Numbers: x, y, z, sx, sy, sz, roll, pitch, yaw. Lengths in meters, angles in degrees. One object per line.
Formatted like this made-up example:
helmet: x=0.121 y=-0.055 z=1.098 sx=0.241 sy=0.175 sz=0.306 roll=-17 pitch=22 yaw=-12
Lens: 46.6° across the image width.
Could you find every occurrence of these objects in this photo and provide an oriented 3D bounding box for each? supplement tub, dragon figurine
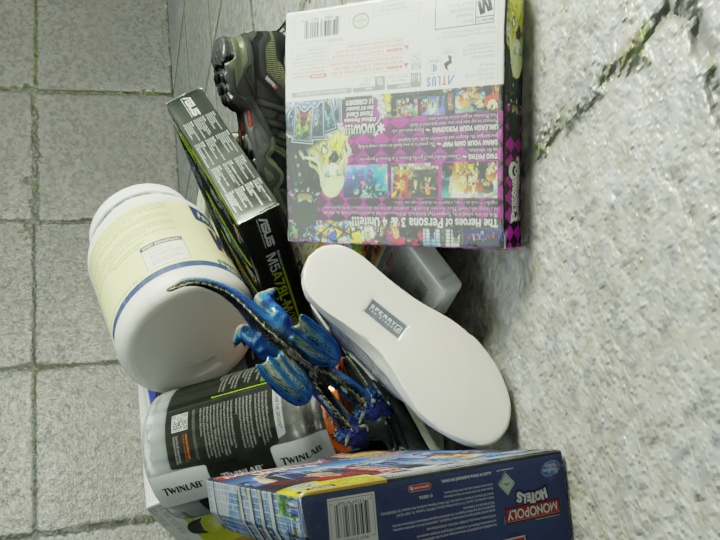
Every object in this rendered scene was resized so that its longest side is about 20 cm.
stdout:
supplement tub: x=-0.095 y=0.154 z=0.790 sx=0.122 sy=0.196 sz=0.125 roll=-16 pitch=-90 yaw=-76
dragon figurine: x=-0.053 y=0.063 z=0.647 sx=0.059 sy=0.200 sz=0.099 roll=-48 pitch=34 yaw=-6
supplement tub: x=-0.204 y=0.012 z=0.877 sx=0.201 sy=0.142 sz=0.147 roll=52 pitch=142 yaw=45

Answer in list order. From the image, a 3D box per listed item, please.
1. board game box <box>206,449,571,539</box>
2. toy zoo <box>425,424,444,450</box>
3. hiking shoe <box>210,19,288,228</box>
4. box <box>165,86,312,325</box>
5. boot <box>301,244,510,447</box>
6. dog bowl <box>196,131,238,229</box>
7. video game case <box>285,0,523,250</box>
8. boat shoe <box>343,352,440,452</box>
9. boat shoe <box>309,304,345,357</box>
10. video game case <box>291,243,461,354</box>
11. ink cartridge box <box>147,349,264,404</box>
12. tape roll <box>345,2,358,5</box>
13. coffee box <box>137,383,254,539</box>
board game box: x=0.004 y=0.163 z=0.578 sx=0.199 sy=0.196 sz=0.063 roll=-19 pitch=74 yaw=58
toy zoo: x=0.047 y=0.177 z=0.797 sx=0.131 sy=0.020 sz=0.205 roll=169 pitch=99 yaw=-72
hiking shoe: x=-0.072 y=-0.137 z=0.814 sx=0.076 sy=0.099 sz=0.204 roll=33 pitch=142 yaw=65
box: x=-0.114 y=-0.047 z=0.820 sx=0.201 sy=0.047 sz=0.195 roll=54 pitch=162 yaw=40
boot: x=0.035 y=0.063 z=0.664 sx=0.200 sy=0.073 sz=0.091 roll=45 pitch=168 yaw=14
dog bowl: x=-0.128 y=-0.062 z=1.018 sx=0.198 sy=0.073 sz=0.205 roll=-2 pitch=88 yaw=54
video game case: x=0.027 y=-0.111 z=0.630 sx=0.197 sy=0.036 sz=0.186 roll=3 pitch=95 yaw=35
boat shoe: x=0.024 y=0.148 z=0.705 sx=0.201 sy=0.065 sz=0.075 roll=56 pitch=167 yaw=28
boat shoe: x=-0.027 y=0.063 z=0.939 sx=0.073 sy=0.071 sz=0.203 roll=106 pitch=155 yaw=-47
video game case: x=0.000 y=0.000 z=0.748 sx=0.183 sy=0.023 sz=0.201 roll=54 pitch=149 yaw=21
ink cartridge box: x=-0.148 y=0.094 z=0.915 sx=0.042 sy=0.197 sz=0.120 roll=65 pitch=179 yaw=-49
tape roll: x=0.017 y=-0.143 z=0.781 sx=0.202 sy=0.069 sz=0.207 roll=179 pitch=90 yaw=-73
coffee box: x=-0.130 y=0.199 z=0.985 sx=0.201 sy=0.194 sz=0.202 roll=69 pitch=-177 yaw=-50
